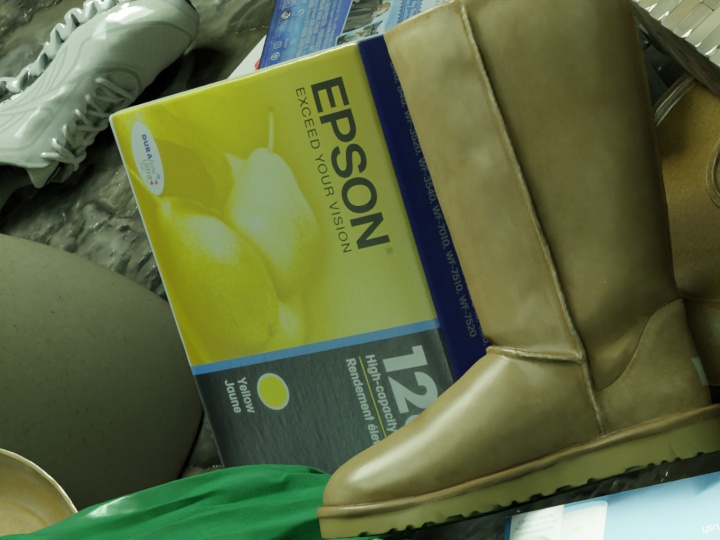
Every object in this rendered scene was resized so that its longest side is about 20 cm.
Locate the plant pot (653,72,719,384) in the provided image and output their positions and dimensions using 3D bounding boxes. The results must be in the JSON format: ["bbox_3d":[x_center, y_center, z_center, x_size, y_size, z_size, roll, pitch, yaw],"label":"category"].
[{"bbox_3d":[0.180,-0.043,0.872,0.200,0.027,0.200,-27,39,24],"label":"plant pot"}]

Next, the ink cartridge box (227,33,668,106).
[{"bbox_3d":[0.036,-0.081,1.031,0.146,0.084,0.200,-49,40,-5],"label":"ink cartridge box"}]

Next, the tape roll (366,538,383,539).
[{"bbox_3d":[-0.011,0.202,0.772,0.201,0.048,0.200,-60,13,23],"label":"tape roll"}]

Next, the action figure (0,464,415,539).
[{"bbox_3d":[-0.062,0.119,0.864,0.200,0.055,0.118,-10,22,-26],"label":"action figure"}]

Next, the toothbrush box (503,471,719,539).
[{"bbox_3d":[0.123,0.178,0.726,0.146,0.085,0.200,-16,48,32],"label":"toothbrush box"}]

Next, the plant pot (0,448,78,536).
[{"bbox_3d":[-0.198,0.172,0.918,0.200,0.027,0.200,-14,53,20],"label":"plant pot"}]

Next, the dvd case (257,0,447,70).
[{"bbox_3d":[0.036,-0.121,0.984,0.200,0.018,0.143,-14,48,32],"label":"dvd case"}]

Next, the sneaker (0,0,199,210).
[{"bbox_3d":[-0.176,-0.098,1.253,0.200,0.075,0.081,-31,54,20],"label":"sneaker"}]

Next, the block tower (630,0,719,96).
[{"bbox_3d":[0.173,-0.089,0.841,0.054,0.058,0.200,-43,34,3],"label":"block tower"}]

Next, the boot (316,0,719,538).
[{"bbox_3d":[0.045,-0.005,0.830,0.175,0.066,0.200,-15,82,-2],"label":"boot"}]

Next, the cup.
[{"bbox_3d":[-0.202,0.059,1.069,0.200,0.143,0.200,-24,43,25],"label":"cup"}]

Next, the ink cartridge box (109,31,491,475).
[{"bbox_3d":[0.000,0.000,0.917,0.200,0.198,0.047,-13,7,37],"label":"ink cartridge box"}]
